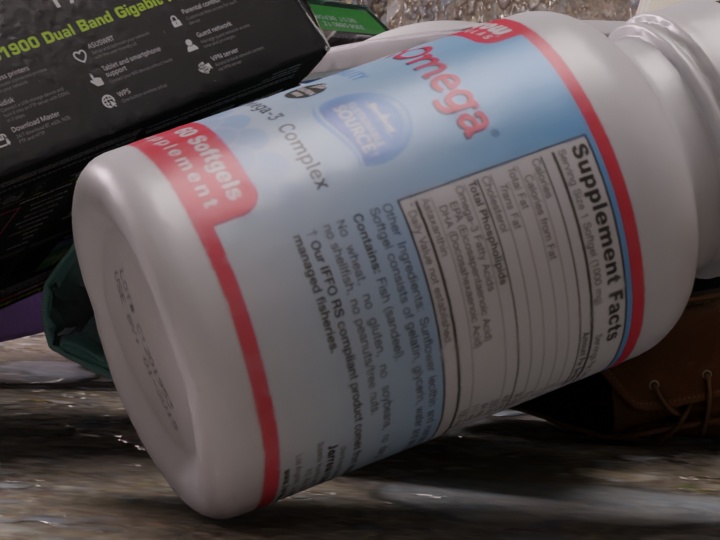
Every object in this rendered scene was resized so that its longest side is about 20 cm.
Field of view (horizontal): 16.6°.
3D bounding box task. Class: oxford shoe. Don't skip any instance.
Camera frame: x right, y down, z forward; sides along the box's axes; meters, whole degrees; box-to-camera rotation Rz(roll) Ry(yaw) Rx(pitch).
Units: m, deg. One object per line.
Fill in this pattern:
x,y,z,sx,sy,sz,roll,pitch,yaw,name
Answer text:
0.132,0.046,0.967,0.199,0.072,0.071,5,31,20,oxford shoe

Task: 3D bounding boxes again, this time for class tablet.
0.084,-0.082,0.924,0.199,0.014,0.130,-4,1,-42,tablet

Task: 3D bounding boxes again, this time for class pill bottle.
0.026,-0.011,0.719,0.199,0.109,0.109,-20,11,-19,pill bottle

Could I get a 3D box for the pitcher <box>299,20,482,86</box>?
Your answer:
-0.001,-0.063,1.094,0.200,0.121,0.172,-11,53,-46,pitcher

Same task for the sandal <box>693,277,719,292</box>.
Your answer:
0.179,0.034,1.031,0.200,0.076,0.048,14,6,8,sandal

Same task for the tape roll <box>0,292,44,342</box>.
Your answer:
-0.176,-0.016,1.100,0.199,0.066,0.200,-9,10,2,tape roll

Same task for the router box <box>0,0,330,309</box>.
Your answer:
-0.126,-0.036,0.842,0.200,0.062,0.150,-25,-13,-39,router box

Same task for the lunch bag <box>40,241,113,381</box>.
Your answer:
0.000,0.000,0.886,0.199,0.122,0.170,-14,-1,14,lunch bag

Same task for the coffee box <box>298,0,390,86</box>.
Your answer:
-0.071,-0.055,1.321,0.123,0.200,0.044,2,36,-43,coffee box

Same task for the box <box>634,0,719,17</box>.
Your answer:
0.212,-0.047,1.072,0.200,0.128,0.109,33,-24,-34,box
